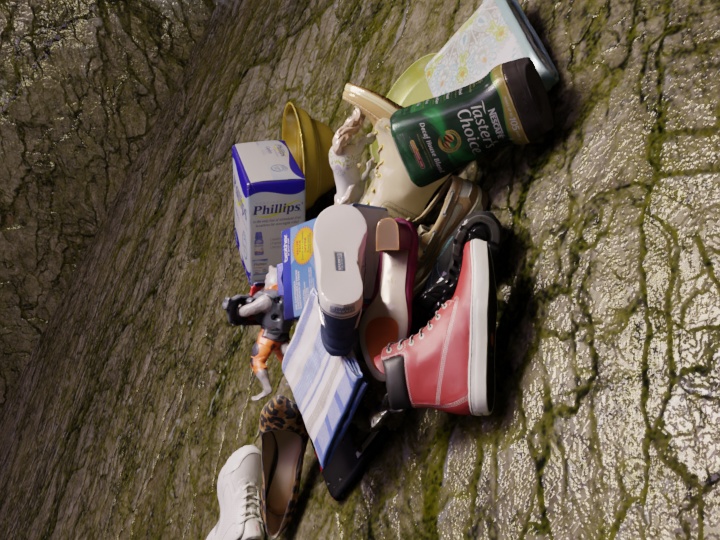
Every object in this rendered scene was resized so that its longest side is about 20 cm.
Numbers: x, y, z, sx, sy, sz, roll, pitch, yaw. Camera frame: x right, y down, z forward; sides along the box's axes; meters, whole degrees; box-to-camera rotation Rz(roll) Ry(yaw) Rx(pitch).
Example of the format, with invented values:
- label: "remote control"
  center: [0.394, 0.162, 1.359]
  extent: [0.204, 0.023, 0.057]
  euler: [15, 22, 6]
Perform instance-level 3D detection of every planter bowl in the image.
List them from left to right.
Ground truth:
- label: "planter bowl"
  center: [-0.085, -0.202, 1.459]
  extent: [0.200, 0.082, 0.205]
  euler: [175, 90, -75]

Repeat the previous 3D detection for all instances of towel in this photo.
- label: "towel"
  center: [-0.053, 0.133, 1.049]
  extent: [0.149, 0.023, 0.201]
  euler: [-66, 31, 25]
- label: "towel"
  center: [0.177, -0.275, 1.133]
  extent: [0.171, 0.048, 0.203]
  euler: [-45, 45, 33]

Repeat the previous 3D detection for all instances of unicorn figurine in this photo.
- label: "unicorn figurine"
  center: [-0.011, -0.141, 1.252]
  extent: [0.073, 0.202, 0.138]
  euler: [-1, 42, 31]

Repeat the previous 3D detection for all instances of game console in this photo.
- label: "game console"
  center: [-0.003, 0.188, 1.118]
  extent: [0.201, 0.031, 0.178]
  euler: [-55, 36, 19]

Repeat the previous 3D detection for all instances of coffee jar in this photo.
- label: "coffee jar"
  center: [0.143, -0.190, 1.031]
  extent: [0.197, 0.106, 0.086]
  euler: [-21, 15, 20]

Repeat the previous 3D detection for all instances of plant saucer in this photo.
- label: "plant saucer"
  center: [0.088, -0.252, 1.304]
  extent: [0.199, 0.031, 0.203]
  euler: [-38, 39, 38]

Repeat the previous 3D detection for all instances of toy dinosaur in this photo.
- label: "toy dinosaur"
  center: [-0.001, 0.166, 1.055]
  extent: [0.103, 0.077, 0.200]
  euler: [-48, 32, 6]

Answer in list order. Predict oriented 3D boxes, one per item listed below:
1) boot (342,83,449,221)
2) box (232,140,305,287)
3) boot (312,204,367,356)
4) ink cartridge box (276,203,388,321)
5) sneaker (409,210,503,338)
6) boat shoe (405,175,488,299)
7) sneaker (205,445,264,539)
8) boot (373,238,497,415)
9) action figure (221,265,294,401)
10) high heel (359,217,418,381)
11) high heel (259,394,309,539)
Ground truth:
- label: "boot"
  center: [0.031, -0.162, 1.176]
  extent: [0.157, 0.198, 0.073]
  euler: [-57, 3, 16]
- label: "box"
  center: [-0.166, -0.104, 1.442]
  extent: [0.185, 0.103, 0.204]
  euler: [-121, 29, -56]
- label: "boot"
  center: [-0.029, 0.008, 1.017]
  extent: [0.202, 0.071, 0.092]
  euler: [-87, 2, -49]
- label: "ink cartridge box"
  center: [-0.046, -0.003, 1.160]
  extent: [0.198, 0.075, 0.140]
  euler: [-18, 71, 48]
- label: "sneaker"
  center: [0.122, 0.014, 1.021]
  extent: [0.202, 0.075, 0.079]
  euler: [-61, 0, 18]
- label: "boat shoe"
  center: [0.085, -0.046, 1.099]
  extent: [0.201, 0.075, 0.072]
  euler: [-55, 32, 17]
- label: "sneaker"
  center: [-0.171, 0.369, 1.214]
  extent: [0.098, 0.077, 0.204]
  euler: [-2, 75, 51]
- label: "boot"
  center: [0.085, 0.062, 0.937]
  extent: [0.141, 0.072, 0.204]
  euler: [0, 74, 21]
- label: "action figure"
  center: [-0.115, 0.089, 1.269]
  extent: [0.103, 0.198, 0.198]
  euler: [-2, 93, 38]
- label: "high heel"
  center: [0.043, 0.035, 1.021]
  extent: [0.066, 0.096, 0.205]
  euler: [-3, 86, 20]
- label: "high heel"
  center: [-0.110, 0.272, 1.114]
  extent: [0.202, 0.070, 0.145]
  euler: [91, -176, -51]
